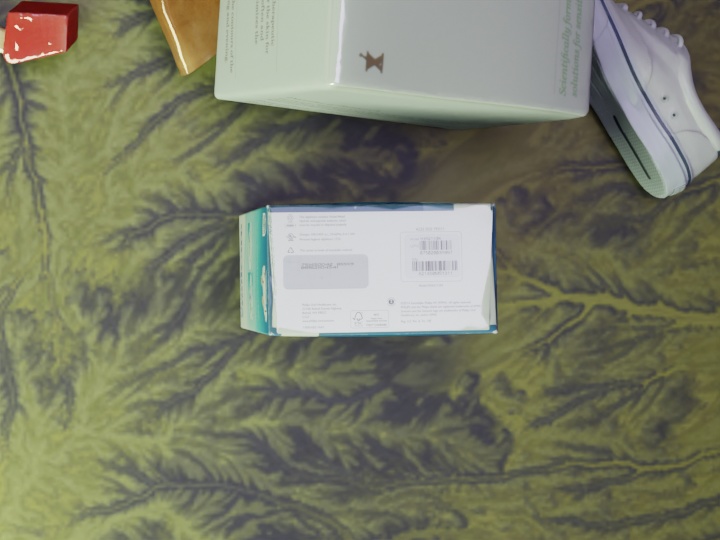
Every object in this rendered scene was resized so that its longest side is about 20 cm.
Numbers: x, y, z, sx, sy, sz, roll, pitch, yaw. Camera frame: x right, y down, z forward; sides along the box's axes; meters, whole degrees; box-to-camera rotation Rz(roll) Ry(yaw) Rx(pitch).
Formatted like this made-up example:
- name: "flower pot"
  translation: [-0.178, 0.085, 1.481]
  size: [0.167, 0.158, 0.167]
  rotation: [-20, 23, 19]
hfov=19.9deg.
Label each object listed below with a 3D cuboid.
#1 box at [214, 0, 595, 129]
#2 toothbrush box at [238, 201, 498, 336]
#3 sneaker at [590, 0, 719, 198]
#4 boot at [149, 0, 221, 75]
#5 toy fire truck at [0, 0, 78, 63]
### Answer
- name: "box"
  translation: [0.031, -0.202, 1.345]
  size: [0.200, 0.171, 0.199]
  rotation: [4, 89, -28]
- name: "toothbrush box"
  translation: [0.000, 0.000, 1.351]
  size: [0.146, 0.200, 0.085]
  rotation: [-1, 89, -7]
- name: "sneaker"
  translation: [0.190, -0.151, 1.451]
  size: [0.071, 0.073, 0.200]
  rotation: [-34, 104, -16]
- name: "boot"
  translation: [-0.159, -0.222, 1.362]
  size: [0.188, 0.068, 0.200]
  rotation: [-37, 113, -31]
- name: "toy fire truck"
  translation: [-0.294, -0.212, 1.376]
  size: [0.200, 0.049, 0.141]
  rotation: [0, 107, 2]
